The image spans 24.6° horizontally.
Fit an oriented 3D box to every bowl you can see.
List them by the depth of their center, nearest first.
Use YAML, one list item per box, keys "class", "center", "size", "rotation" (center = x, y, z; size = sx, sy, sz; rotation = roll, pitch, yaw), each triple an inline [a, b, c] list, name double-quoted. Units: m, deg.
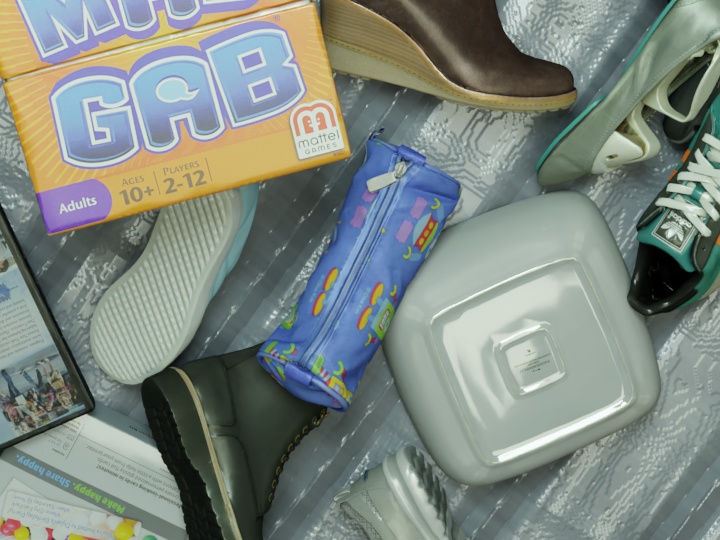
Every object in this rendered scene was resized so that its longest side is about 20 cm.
- class: "bowl"
  center: [0.121, 0.059, 1.240]
  size: [0.199, 0.075, 0.201]
  rotation: [-22, 104, 1]

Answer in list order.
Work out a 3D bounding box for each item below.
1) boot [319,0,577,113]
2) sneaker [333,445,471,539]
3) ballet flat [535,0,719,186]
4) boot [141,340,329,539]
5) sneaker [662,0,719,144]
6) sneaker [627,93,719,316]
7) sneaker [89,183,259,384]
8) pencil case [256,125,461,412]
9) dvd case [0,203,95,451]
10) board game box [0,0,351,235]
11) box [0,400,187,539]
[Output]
- class: "boot"
  center: [0.074, -0.206, 1.169]
  size: [0.198, 0.072, 0.168]
  rotation: [12, 104, -5]
- class: "sneaker"
  center: [0.049, 0.235, 1.286]
  size: [0.081, 0.075, 0.201]
  rotation: [-24, 99, 15]
- class: "ballet flat"
  center: [0.200, -0.115, 1.175]
  size: [0.064, 0.067, 0.200]
  rotation: [49, 123, 16]
- class: "boot"
  center: [-0.064, 0.149, 1.221]
  size: [0.138, 0.077, 0.202]
  rotation: [-22, 102, -28]
- class: "sneaker"
  center: [0.257, -0.192, 1.205]
  size: [0.079, 0.075, 0.201]
  rotation: [24, 105, 15]
- class: "sneaker"
  center: [0.247, -0.045, 1.178]
  size: [0.071, 0.080, 0.201]
  rotation: [36, 134, 26]
- class: "sneaker"
  center: [-0.126, 0.001, 1.204]
  size: [0.074, 0.082, 0.200]
  rotation: [42, 121, 7]
- class: "pencil case"
  center: [0.000, 0.000, 1.182]
  size: [0.078, 0.087, 0.201]
  rotation: [25, 81, 15]
- class: "dvd case"
  center: [-0.293, 0.040, 1.172]
  size: [0.142, 0.018, 0.201]
  rotation: [-23, 108, -2]
- class: "board game box"
  center: [-0.132, -0.161, 1.093]
  size: [0.198, 0.200, 0.202]
  rotation: [-15, 104, -2]
- class: "box"
  center: [-0.222, 0.202, 1.256]
  size: [0.155, 0.041, 0.201]
  rotation: [28, 100, -12]
